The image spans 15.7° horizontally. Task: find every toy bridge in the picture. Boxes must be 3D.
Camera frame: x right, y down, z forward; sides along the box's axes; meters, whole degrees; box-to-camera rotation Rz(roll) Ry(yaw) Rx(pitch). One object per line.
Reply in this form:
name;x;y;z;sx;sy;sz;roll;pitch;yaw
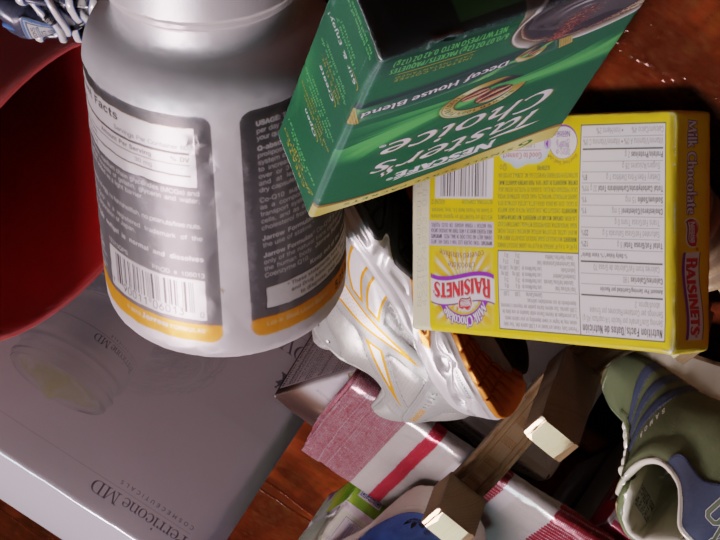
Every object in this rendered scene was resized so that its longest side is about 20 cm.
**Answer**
toy bridge;0.102;0.066;1.306;0.027;0.067;0.200;39;126;-10

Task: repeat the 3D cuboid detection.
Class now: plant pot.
plant pot;-0.220;-0.091;1.393;0.177;0.200;0.201;37;165;24

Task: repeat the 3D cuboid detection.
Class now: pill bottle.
pill bottle;-0.065;-0.070;1.171;0.116;0.116;0.201;24;133;29

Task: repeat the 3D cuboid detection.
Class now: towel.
towel;0.066;0.128;1.428;0.200;0.023;0.144;34;160;-1

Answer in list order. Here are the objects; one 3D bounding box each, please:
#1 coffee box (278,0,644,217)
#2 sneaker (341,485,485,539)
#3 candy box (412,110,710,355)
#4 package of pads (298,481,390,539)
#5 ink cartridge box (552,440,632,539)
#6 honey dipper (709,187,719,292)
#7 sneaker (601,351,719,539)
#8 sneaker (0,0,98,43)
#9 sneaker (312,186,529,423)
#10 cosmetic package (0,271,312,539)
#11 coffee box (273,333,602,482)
coffee box;0.039;-0.084;1.034;0.200;0.122;0.044;122;128;-71
sneaker;-0.010;0.206;1.440;0.077;0.111;0.200;40;138;-4
candy box;0.085;-0.019;1.166;0.026;0.103;0.200;-4;-176;-32
package of pads;0.039;0.194;1.587;0.154;0.068;0.200;36;169;0
ink cartridge box;0.187;0.165;1.473;0.145;0.084;0.200;36;163;-3
honey dipper;0.182;0.022;1.203;0.038;0.038;0.200;18;160;40
sneaker;0.151;0.090;1.285;0.067;0.090;0.200;39;173;-16
sneaker;-0.132;-0.138;1.250;0.199;0.085;0.077;29;162;13
sneaker;0.000;0.000;1.297;0.092;0.076;0.201;-16;113;33
cosmetic package;-0.139;0.066;1.599;0.199;0.200;0.123;32;162;5
coffee box;0.042;0.063;1.470;0.113;0.080;0.200;36;162;-11
